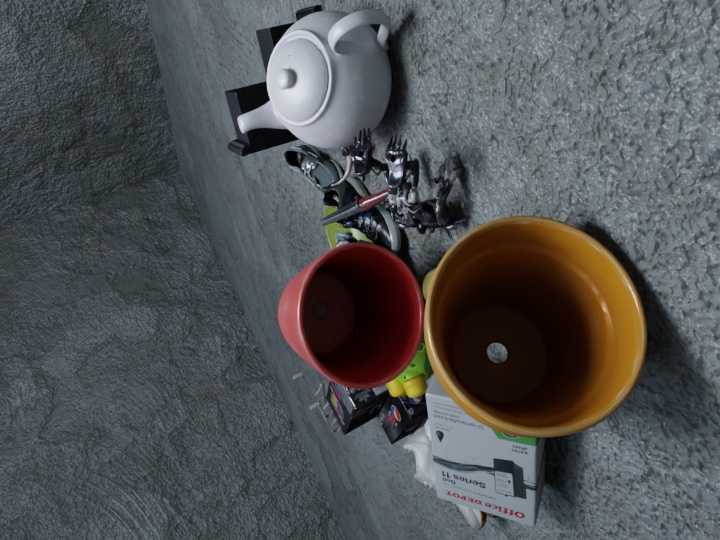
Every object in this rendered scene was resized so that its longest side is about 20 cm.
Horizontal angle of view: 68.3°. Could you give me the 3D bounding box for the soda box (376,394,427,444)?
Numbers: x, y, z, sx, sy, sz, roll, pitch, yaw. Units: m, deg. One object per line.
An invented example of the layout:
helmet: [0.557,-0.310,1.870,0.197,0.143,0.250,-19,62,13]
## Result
soda box: [0.091,0.290,1.090,0.071,0.062,0.201,58,158,23]

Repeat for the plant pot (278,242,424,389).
plant pot: [-0.031,0.064,0.794,0.177,0.198,0.204,-6,105,63]

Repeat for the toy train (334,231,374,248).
toy train: [0.000,0.000,0.955,0.112,0.087,0.200,19,165,8]

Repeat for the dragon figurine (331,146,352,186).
dragon figurine: [-0.025,-0.242,0.875,0.100,0.058,0.202,59,153,29]

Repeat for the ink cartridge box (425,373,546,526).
ink cartridge box: [0.173,0.229,0.716,0.144,0.083,0.203,6,122,27]

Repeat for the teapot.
teapot: [-0.058,-0.266,0.738,0.195,0.145,0.203,27,116,27]

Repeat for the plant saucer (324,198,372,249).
plant saucer: [-0.029,-0.066,1.098,0.201,0.031,0.202,51,152,40]

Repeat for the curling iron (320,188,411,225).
curling iron: [0.002,-0.105,0.862,0.198,0.050,0.026,-11,115,43]

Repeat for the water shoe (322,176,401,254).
water shoe: [-0.002,-0.088,0.940,0.201,0.078,0.072,51,154,38]

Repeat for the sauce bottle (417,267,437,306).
sauce bottle: [0.120,0.026,0.769,0.067,0.065,0.200,67,162,2]

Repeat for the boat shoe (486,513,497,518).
boat shoe: [0.193,0.319,0.857,0.072,0.067,0.204,29,136,59]

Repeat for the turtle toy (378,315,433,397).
turtle toy: [0.077,0.135,0.923,0.148,0.100,0.200,68,160,5]

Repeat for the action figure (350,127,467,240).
action figure: [0.074,-0.112,0.699,0.117,0.104,0.199,11,166,35]

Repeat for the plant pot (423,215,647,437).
plant pot: [0.161,0.074,0.561,0.202,0.198,0.184,61,173,19]

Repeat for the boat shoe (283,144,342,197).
boat shoe: [-0.097,-0.201,1.076,0.200,0.061,0.074,48,135,45]

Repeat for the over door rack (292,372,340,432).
over door rack: [-0.130,0.429,1.748,0.148,0.066,0.201,48,172,43]

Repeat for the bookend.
bookend: [-0.153,-0.327,0.920,0.092,0.197,0.202,32,140,56]

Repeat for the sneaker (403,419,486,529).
sneaker: [0.150,0.377,0.962,0.202,0.091,0.076,59,-172,33]

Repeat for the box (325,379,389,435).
box: [0.000,0.279,1.224,0.107,0.121,0.201,57,157,24]
